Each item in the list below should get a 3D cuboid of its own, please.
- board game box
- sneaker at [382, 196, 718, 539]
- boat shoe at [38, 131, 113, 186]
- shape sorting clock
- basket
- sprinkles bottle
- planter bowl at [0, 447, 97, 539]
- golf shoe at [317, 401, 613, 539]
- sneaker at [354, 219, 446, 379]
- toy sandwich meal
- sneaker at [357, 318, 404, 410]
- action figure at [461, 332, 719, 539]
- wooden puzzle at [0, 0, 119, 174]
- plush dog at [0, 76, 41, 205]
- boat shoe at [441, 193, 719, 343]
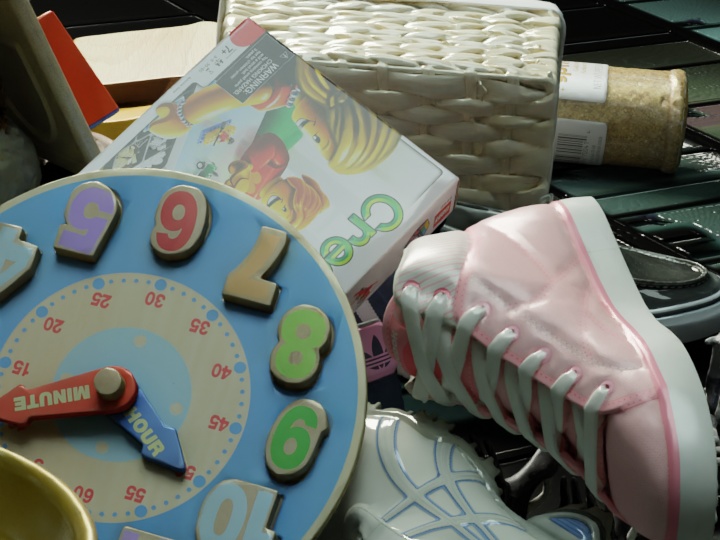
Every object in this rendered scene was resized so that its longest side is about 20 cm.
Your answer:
[{"bbox_3d":[-0.069,-0.005,1.012,0.126,0.035,0.200,38,68,15],"label":"board game box"},{"bbox_3d":[0.068,0.044,0.913,0.105,0.075,0.200,-9,35,-9],"label":"sneaker"},{"bbox_3d":[-0.122,-0.016,1.220,0.072,0.072,0.200,-33,28,-19],"label":"boat shoe"},{"bbox_3d":[-0.097,0.050,0.938,0.200,0.200,0.039,7,-18,7],"label":"shape sorting clock"},{"bbox_3d":[0.013,-0.077,1.305,0.200,0.136,0.123,4,25,0],"label":"basket"},{"bbox_3d":[0.106,-0.104,1.494,0.200,0.068,0.068,6,21,3],"label":"sprinkles bottle"},{"bbox_3d":[-0.193,0.130,0.812,0.200,0.083,0.200,4,22,-2],"label":"planter bowl"},{"bbox_3d":[0.022,0.114,0.911,0.200,0.078,0.097,21,32,39],"label":"golf shoe"},{"bbox_3d":[0.000,0.000,1.181,0.200,0.085,0.075,12,22,21],"label":"sneaker"},{"bbox_3d":[-0.165,-0.109,1.456,0.205,0.070,0.205,3,21,-1],"label":"toy sandwich meal"},{"bbox_3d":[-0.056,0.032,1.091,0.200,0.082,0.070,20,26,36],"label":"sneaker"},{"bbox_3d":[0.133,0.067,1.012,0.119,0.102,0.200,17,28,34],"label":"action figure"},{"bbox_3d":[-0.195,-0.141,1.198,0.046,0.200,0.185,-39,31,-18],"label":"wooden puzzle"},{"bbox_3d":[-0.246,-0.041,1.173,0.172,0.200,0.160,-11,57,-12],"label":"plush dog"},{"bbox_3d":[0.098,-0.004,1.227,0.200,0.071,0.072,4,21,-1],"label":"boat shoe"}]
